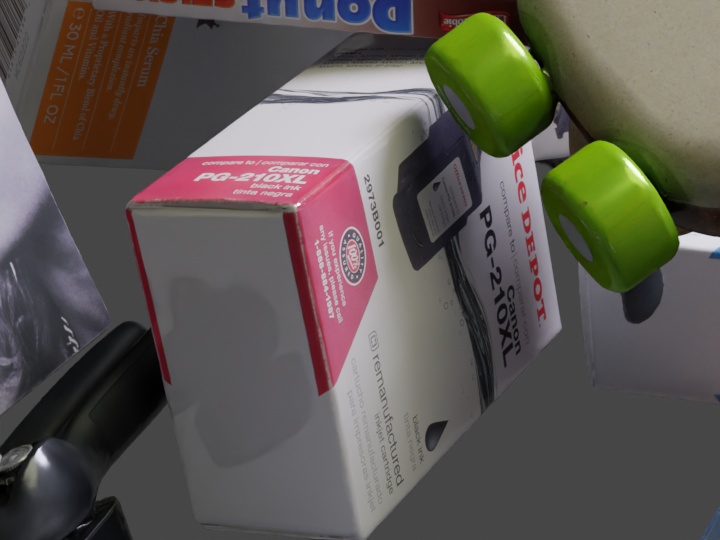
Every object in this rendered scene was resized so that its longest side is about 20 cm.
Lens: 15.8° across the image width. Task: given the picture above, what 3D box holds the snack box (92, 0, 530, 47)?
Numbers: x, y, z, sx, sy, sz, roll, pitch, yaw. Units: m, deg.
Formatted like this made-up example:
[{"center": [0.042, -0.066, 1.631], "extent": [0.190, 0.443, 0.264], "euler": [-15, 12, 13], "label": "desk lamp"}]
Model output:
[{"center": [-0.013, -0.128, 1.130], "extent": [0.198, 0.024, 0.072], "euler": [6, 28, 16], "label": "snack box"}]

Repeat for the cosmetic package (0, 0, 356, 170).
[{"center": [-0.075, -0.106, 1.241], "extent": [0.199, 0.102, 0.071], "euler": [1, 36, -28], "label": "cosmetic package"}]

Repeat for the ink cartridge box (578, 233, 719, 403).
[{"center": [0.211, -0.014, 1.257], "extent": [0.145, 0.086, 0.200], "euler": [7, 26, 27], "label": "ink cartridge box"}]

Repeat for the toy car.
[{"center": [0.141, -0.050, 1.075], "extent": [0.164, 0.200, 0.158], "euler": [-35, 59, -7], "label": "toy car"}]

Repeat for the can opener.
[{"center": [-0.116, 0.072, 1.041], "extent": [0.063, 0.079, 0.200], "euler": [-11, 26, 20], "label": "can opener"}]

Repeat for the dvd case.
[{"center": [-0.185, -0.030, 1.030], "extent": [0.149, 0.016, 0.201], "euler": [-41, 114, -46], "label": "dvd case"}]

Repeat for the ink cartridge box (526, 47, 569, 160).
[{"center": [0.133, -0.127, 1.322], "extent": [0.198, 0.085, 0.145], "euler": [-7, 25, 2], "label": "ink cartridge box"}]

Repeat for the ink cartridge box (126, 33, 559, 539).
[{"center": [0.000, 0.000, 1.086], "extent": [0.084, 0.146, 0.200], "euler": [2, 25, 29], "label": "ink cartridge box"}]

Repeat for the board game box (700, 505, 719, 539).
[{"center": [0.241, 0.123, 1.038], "extent": [0.195, 0.201, 0.056], "euler": [30, 40, 9], "label": "board game box"}]
